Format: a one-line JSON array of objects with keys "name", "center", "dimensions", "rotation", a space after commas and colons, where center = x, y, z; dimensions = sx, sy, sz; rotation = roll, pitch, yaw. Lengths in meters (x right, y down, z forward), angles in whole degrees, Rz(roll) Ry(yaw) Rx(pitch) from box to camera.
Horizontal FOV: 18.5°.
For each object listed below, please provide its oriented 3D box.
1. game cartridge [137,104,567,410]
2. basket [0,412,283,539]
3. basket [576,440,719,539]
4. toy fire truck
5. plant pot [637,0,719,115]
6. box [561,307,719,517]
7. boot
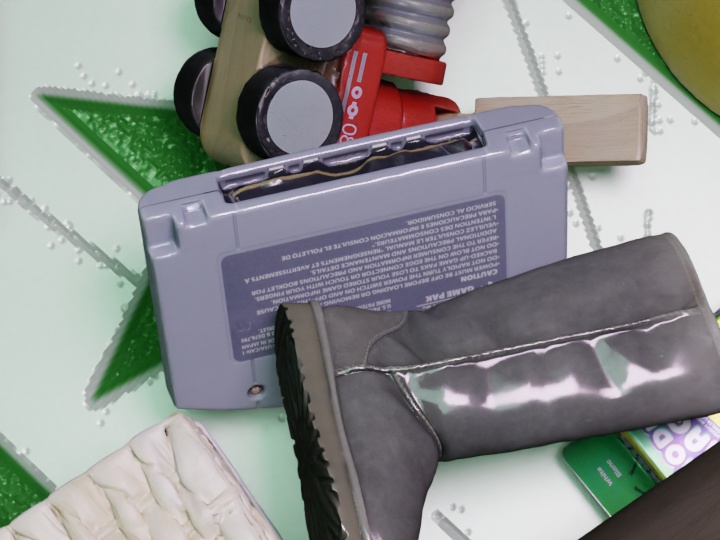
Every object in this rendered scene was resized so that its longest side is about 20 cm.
[{"name": "game cartridge", "center": [0.000, 0.000, 1.037], "dimensions": [0.199, 0.134, 0.041], "rotation": [-12, 38, -10]}, {"name": "basket", "center": [-0.079, 0.177, 1.005], "dimensions": [0.135, 0.123, 0.200], "rotation": [-34, 80, -7]}, {"name": "basket", "center": [0.149, 0.171, 0.973], "dimensions": [0.199, 0.136, 0.181], "rotation": [-28, 86, 21]}, {"name": "toy fire truck", "center": [0.035, -0.120, 1.068], "dimensions": [0.199, 0.128, 0.177], "rotation": [10, 95, -31]}, {"name": "plant pot", "center": [0.237, -0.173, 1.061], "dimensions": [0.199, 0.142, 0.201], "rotation": [0, 78, 1]}, {"name": "box", "center": [0.206, 0.068, 1.063], "dimensions": [0.200, 0.048, 0.118], "rotation": [-39, 81, -5]}, {"name": "boot", "center": [0.071, 0.071, 0.990], "dimensions": [0.199, 0.073, 0.183], "rotation": [-3, 62, -14]}]
